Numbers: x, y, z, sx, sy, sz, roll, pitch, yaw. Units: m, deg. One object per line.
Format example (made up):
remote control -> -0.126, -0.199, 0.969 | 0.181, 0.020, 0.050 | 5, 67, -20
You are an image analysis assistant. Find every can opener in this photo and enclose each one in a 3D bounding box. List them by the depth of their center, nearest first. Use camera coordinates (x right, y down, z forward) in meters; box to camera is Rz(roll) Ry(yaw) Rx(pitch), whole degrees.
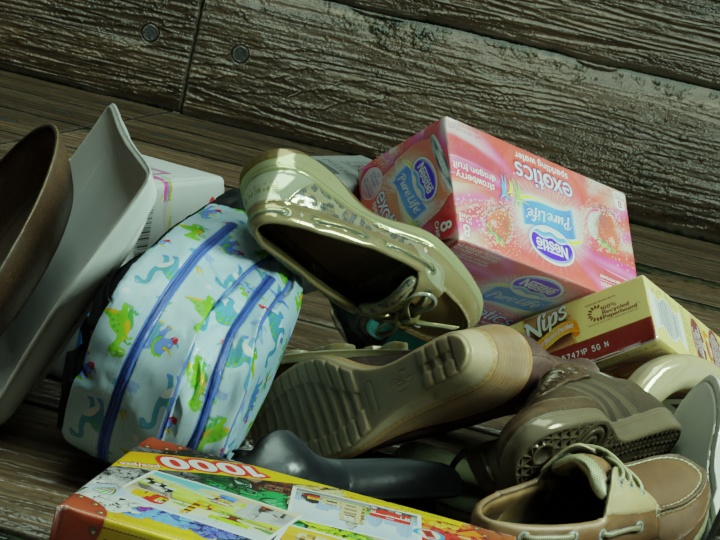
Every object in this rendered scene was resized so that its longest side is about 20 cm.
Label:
can opener -> -0.015, 0.136, 1.115 | 0.063, 0.079, 0.199 | -28, -21, 34

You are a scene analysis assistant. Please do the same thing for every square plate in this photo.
square plate -> -0.199, -0.002, 1.219 | 0.028, 0.201, 0.198 | 32, 7, -23

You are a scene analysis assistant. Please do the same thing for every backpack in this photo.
backpack -> -0.111, 0.051, 1.153 | 0.153, 0.164, 0.200 | 33, 17, 18

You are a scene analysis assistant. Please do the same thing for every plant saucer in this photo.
plant saucer -> -0.246, -0.005, 1.234 | 0.037, 0.201, 0.200 | 33, 2, -22

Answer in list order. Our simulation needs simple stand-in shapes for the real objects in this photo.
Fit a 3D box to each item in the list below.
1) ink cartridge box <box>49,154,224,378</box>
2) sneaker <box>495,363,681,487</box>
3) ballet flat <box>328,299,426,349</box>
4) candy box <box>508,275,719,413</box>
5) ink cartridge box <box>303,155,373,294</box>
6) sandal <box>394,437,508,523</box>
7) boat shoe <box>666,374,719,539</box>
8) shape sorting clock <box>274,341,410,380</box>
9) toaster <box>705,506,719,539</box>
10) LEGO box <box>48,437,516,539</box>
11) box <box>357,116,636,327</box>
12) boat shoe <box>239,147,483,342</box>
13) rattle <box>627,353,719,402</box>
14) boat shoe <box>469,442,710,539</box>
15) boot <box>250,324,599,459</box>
ink cartridge box -> -0.190, -0.007, 1.409 | 0.084, 0.146, 0.200 | 15, 10, 19
sneaker -> 0.125, 0.097, 1.148 | 0.075, 0.071, 0.199 | 42, 17, 28
ballet flat -> 0.010, 0.031, 1.412 | 0.068, 0.068, 0.200 | 41, -11, 19
candy box -> 0.205, 0.076, 1.384 | 0.115, 0.056, 0.200 | -21, -30, 25
ink cartridge box -> -0.060, 0.010, 1.364 | 0.050, 0.201, 0.162 | 31, 15, 19
sandal -> 0.106, 0.140, 1.199 | 0.079, 0.058, 0.200 | 4, 7, -45
boat shoe -> 0.233, 0.145, 1.175 | 0.060, 0.074, 0.201 | 27, 30, -12
shape sorting clock -> 0.012, 0.075, 1.353 | 0.198, 0.040, 0.200 | -2, -15, -1
toaster -> 0.293, 0.179, 1.036 | 0.199, 0.114, 0.129 | 7, 26, -32
LEGO box -> -0.036, 0.154, 0.878 | 0.198, 0.078, 0.149 | 14, 9, 7
box -> 0.102, -0.021, 1.342 | 0.199, 0.103, 0.094 | 20, -35, -39
boat shoe -> 0.000, 0.000, 1.189 | 0.199, 0.073, 0.063 | 32, 36, -28
rattle -> 0.234, 0.122, 1.337 | 0.199, 0.131, 0.143 | -19, -12, -33
boat shoe -> 0.133, 0.140, 1.060 | 0.075, 0.074, 0.199 | 24, 31, 39
boot -> 0.045, 0.092, 1.242 | 0.199, 0.073, 0.166 | -21, -21, 31
